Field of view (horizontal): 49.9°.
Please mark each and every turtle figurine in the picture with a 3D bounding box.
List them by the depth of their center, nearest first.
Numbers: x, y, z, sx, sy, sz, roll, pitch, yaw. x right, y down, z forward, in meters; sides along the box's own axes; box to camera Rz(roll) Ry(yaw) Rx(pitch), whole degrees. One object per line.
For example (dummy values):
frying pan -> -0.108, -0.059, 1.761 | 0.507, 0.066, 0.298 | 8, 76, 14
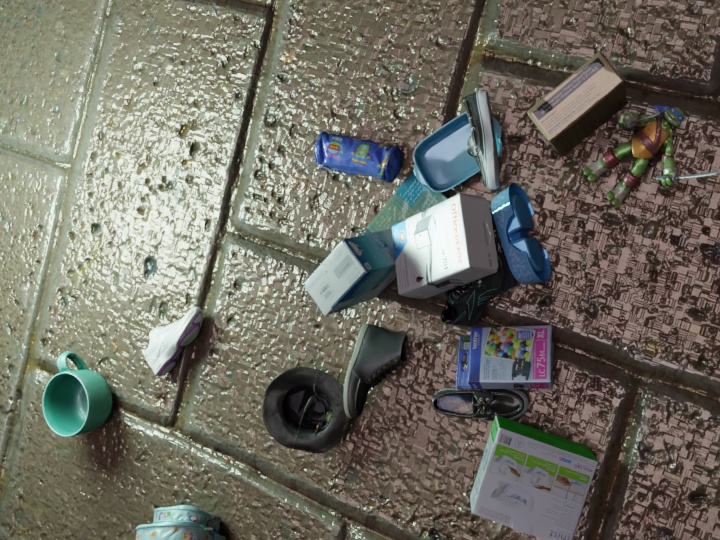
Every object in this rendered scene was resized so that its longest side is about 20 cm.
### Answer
turtle figurine -> 0.507, -0.209, 1.410 | 0.194, 0.142, 0.203 | -47, 29, 33

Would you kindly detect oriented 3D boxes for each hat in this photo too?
hat -> -0.114, 0.298, 1.704 | 0.195, 0.081, 0.206 | 1, 97, 7

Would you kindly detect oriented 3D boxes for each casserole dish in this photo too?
casserole dish -> 0.202, -0.243, 1.598 | 0.198, 0.039, 0.123 | -32, 78, 12

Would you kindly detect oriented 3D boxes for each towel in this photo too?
towel -> 0.106, -0.098, 1.654 | 0.147, 0.022, 0.201 | 46, 106, 17

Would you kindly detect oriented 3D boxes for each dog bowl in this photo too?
dog bowl -> 0.313, -0.067, 1.524 | 0.049, 0.111, 0.205 | -22, 81, 33

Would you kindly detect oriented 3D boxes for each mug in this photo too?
mug -> -0.689, 0.310, 1.923 | 0.149, 0.114, 0.189 | 19, 95, 22

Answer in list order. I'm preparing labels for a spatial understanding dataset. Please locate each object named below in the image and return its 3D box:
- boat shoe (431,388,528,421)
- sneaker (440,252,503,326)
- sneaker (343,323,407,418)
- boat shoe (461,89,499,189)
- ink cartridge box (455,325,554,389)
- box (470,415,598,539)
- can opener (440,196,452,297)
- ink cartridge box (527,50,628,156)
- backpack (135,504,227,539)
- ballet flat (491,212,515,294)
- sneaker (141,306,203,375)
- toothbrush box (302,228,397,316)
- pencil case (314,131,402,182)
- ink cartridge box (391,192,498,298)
boat shoe -> 0.238, 0.272, 1.563 | 0.195, 0.056, 0.071 | -4, 87, 23
sneaker -> 0.219, 0.041, 1.523 | 0.203, 0.077, 0.076 | 108, 149, -41
sneaker -> 0.032, 0.218, 1.633 | 0.104, 0.075, 0.205 | 10, 79, 20
boat shoe -> 0.239, -0.256, 1.539 | 0.055, 0.068, 0.205 | -9, 77, 18
ink cartridge box -> 0.284, 0.173, 1.540 | 0.195, 0.042, 0.122 | -5, 59, 24
box -> 0.328, 0.403, 1.484 | 0.195, 0.097, 0.181 | 17, 97, 4
can opener -> 0.193, -0.048, 1.594 | 0.052, 0.067, 0.205 | 2, 107, -7
ink cartridge box -> 0.406, -0.302, 1.437 | 0.164, 0.199, 0.076 | -40, 76, 16
backpack -> -0.414, 0.617, 1.759 | 0.174, 0.200, 0.154 | -11, 65, 22
ballet flat -> 0.272, -0.052, 1.565 | 0.072, 0.073, 0.205 | -16, 77, 21
sneaker -> -0.455, 0.154, 1.850 | 0.100, 0.075, 0.201 | 44, 104, 16
toothbrush box -> 0.000, 0.000, 1.584 | 0.146, 0.199, 0.086 | -45, 75, 30
pencil case -> -0.010, -0.243, 1.672 | 0.196, 0.078, 0.088 | 14, 65, 22
ink cartridge box -> 0.158, -0.044, 1.497 | 0.198, 0.084, 0.150 | -25, 66, 48
